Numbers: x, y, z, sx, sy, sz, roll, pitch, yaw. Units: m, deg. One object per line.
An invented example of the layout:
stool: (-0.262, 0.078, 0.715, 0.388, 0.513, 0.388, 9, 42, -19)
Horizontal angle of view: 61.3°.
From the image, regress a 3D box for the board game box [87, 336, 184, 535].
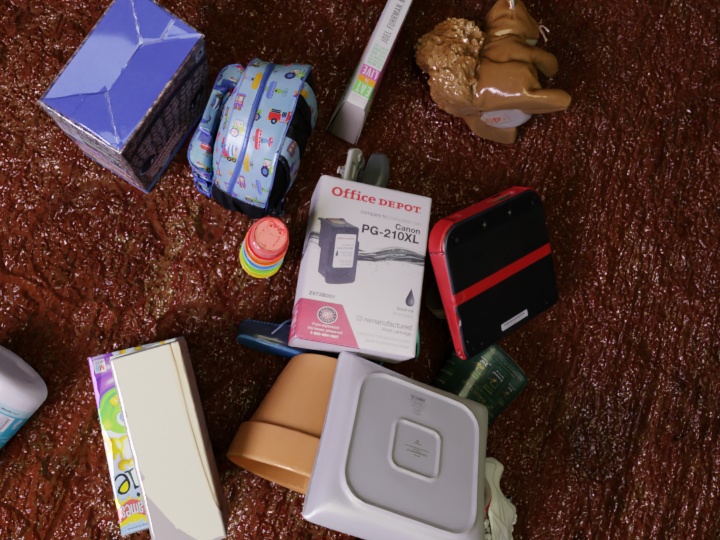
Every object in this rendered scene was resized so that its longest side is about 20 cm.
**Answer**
board game box: (-0.248, 0.190, 0.735, 0.102, 0.105, 0.202, -12, 87, -12)

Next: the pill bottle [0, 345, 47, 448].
pill bottle: (-0.468, 0.184, 0.689, 0.111, 0.111, 0.200, 42, 79, -5)

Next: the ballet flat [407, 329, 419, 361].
ballet flat: (0.038, 0.023, 0.825, 0.072, 0.073, 0.202, 0, 79, -11)

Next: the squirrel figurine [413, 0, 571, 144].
squirrel figurine: (0.179, -0.301, 0.849, 0.198, 0.142, 0.189, 8, 77, -13)

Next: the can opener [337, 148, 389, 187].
can opener: (-0.015, -0.070, 0.823, 0.066, 0.053, 0.202, 13, 84, 25)

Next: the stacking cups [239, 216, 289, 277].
stacking cups: (-0.117, -0.024, 0.730, 0.060, 0.200, 0.061, 1, 87, -10)

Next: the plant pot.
plant pot: (-0.045, 0.194, 0.742, 0.199, 0.200, 0.141, 24, 63, -8)

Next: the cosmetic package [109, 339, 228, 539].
cosmetic package: (-0.198, 0.179, 0.640, 0.072, 0.103, 0.202, -15, 89, -13)

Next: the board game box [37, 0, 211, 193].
board game box: (-0.262, -0.201, 0.717, 0.096, 0.200, 0.160, 33, 81, -7)

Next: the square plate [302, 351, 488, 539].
square plate: (0.053, 0.195, 0.653, 0.198, 0.029, 0.199, 22, 47, -10)

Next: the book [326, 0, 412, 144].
book: (0.022, -0.285, 0.815, 0.048, 0.134, 0.202, 24, 81, -7)

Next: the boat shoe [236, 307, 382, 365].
boat shoe: (-0.064, 0.085, 0.803, 0.198, 0.084, 0.069, 15, 74, -26)

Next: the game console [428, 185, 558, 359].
game console: (0.178, -0.003, 0.790, 0.199, 0.031, 0.179, -25, 109, -31)

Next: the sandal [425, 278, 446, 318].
sandal: (0.175, -0.008, 0.864, 0.212, 0.077, 0.070, -51, 128, -12)

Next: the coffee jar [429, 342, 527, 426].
coffee jar: (0.126, 0.188, 0.817, 0.104, 0.085, 0.200, 45, 78, -12)

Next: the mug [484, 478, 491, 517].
mug: (0.081, 0.338, 0.712, 0.132, 0.178, 0.202, 9, 111, -15)

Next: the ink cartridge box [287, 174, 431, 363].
ink cartridge box: (0.000, 0.000, 0.744, 0.143, 0.084, 0.202, 11, 74, -9)

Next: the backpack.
backpack: (-0.127, -0.168, 0.742, 0.133, 0.200, 0.184, 20, 82, -9)

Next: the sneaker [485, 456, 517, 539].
sneaker: (0.181, 0.353, 0.824, 0.080, 0.075, 0.202, -13, 88, -21)
